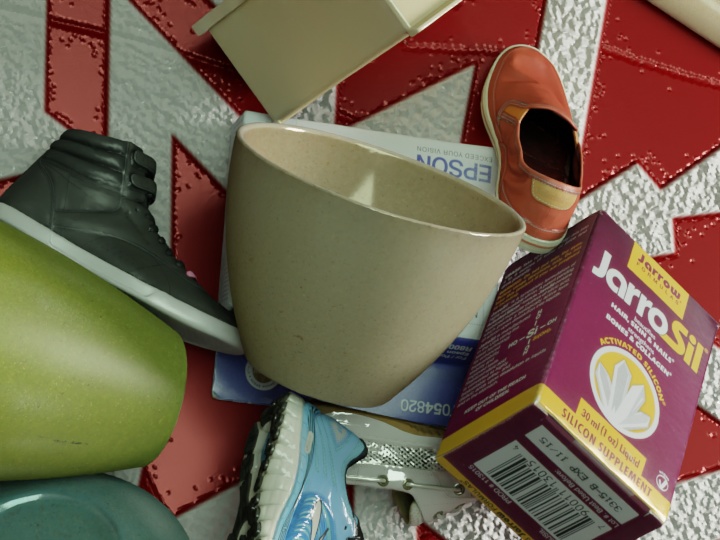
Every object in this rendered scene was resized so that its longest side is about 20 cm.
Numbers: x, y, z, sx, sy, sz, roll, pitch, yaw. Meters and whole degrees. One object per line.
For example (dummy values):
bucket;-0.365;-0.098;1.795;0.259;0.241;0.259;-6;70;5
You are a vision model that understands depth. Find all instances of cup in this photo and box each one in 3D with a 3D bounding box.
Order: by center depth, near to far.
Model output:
cup;-0.007;0.005;1.644;0.199;0.200;0.144;15;103;-12

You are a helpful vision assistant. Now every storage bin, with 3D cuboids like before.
storage bin;0.022;-0.209;1.704;0.198;0.200;0.094;-39;95;-34

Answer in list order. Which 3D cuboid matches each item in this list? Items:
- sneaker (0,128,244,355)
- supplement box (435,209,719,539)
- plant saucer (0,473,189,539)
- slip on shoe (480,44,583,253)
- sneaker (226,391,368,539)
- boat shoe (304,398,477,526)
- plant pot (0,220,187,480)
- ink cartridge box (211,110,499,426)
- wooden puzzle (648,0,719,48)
sneaker;-0.145;-0.025;1.693;0.199;0.071;0.100;30;74;4
supplement box;0.150;0.081;1.692;0.131;0.103;0.201;42;41;-17
plant saucer;-0.202;0.195;1.598;0.199;0.039;0.202;-1;48;1
slip on shoe;0.127;-0.096;1.765;0.074;0.061;0.201;20;38;-14
sneaker;-0.036;0.180;1.614;0.089;0.078;0.201;21;64;-18
boat shoe;0.043;0.141;1.723;0.199;0.071;0.070;14;88;-15
plant pot;-0.220;0.061;1.618;0.199;0.187;0.189;17;73;-25
ink cartridge box;0.000;0.000;1.753;0.198;0.041;0.202;7;76;-14
wooden puzzle;0.273;-0.280;1.902;0.184;0.037;0.201;32;75;-7
